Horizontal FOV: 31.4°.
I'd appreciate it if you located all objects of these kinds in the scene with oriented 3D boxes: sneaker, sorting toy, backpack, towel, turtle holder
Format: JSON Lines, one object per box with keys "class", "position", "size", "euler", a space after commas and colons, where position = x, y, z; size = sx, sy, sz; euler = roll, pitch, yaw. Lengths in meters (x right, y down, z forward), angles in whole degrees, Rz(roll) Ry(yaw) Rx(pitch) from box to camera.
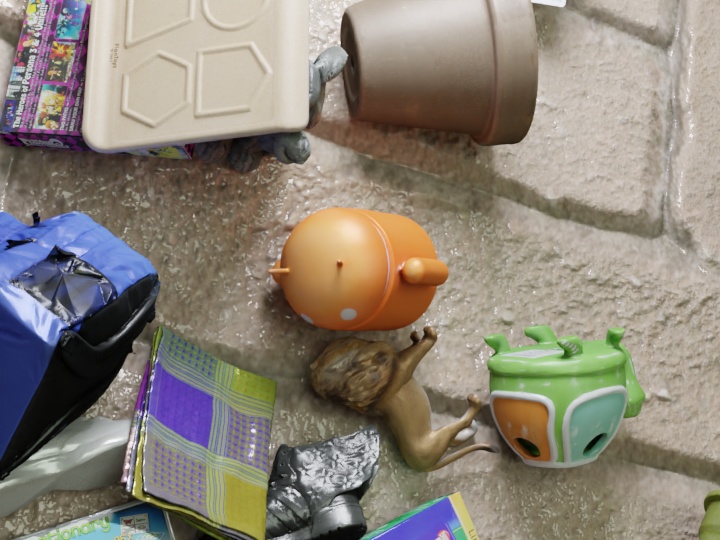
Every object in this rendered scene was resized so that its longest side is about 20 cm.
{"class": "sneaker", "position": [-0.068, 0.211, 1.182], "size": [0.197, 0.060, 0.105], "euler": [-11, 56, -9]}
{"class": "sorting toy", "position": [-0.142, -0.195, 1.128], "size": [0.197, 0.037, 0.187], "euler": [-4, 70, 9]}
{"class": "backpack", "position": [-0.267, 0.033, 1.052], "size": [0.168, 0.163, 0.200], "euler": [41, 29, 5]}
{"class": "towel", "position": [-0.136, 0.147, 1.133], "size": [0.143, 0.023, 0.201], "euler": [31, 36, -24]}
{"class": "turtle holder", "position": [0.208, 0.126, 1.314], "size": [0.185, 0.139, 0.134], "euler": [-10, 96, -67]}
{"class": "sneaker", "position": [-0.264, 0.146, 1.105], "size": [0.198, 0.076, 0.089], "euler": [-12, 57, -34]}

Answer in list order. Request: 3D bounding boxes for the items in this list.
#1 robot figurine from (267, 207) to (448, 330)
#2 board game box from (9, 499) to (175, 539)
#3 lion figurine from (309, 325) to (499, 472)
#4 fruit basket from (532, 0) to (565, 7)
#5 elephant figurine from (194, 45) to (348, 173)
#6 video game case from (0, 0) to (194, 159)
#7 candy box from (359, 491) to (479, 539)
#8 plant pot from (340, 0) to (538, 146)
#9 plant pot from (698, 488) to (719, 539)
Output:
{"class": "robot figurine", "position": [-0.002, 0.001, 1.218], "size": [0.144, 0.117, 0.199], "euler": [43, 19, 25]}
{"class": "board game box", "position": [-0.247, 0.280, 1.089], "size": [0.198, 0.035, 0.128], "euler": [-13, 83, -28]}
{"class": "lion figurine", "position": [0.045, 0.136, 1.253], "size": [0.122, 0.072, 0.201], "euler": [-40, 100, -21]}
{"class": "fruit basket", "position": [0.154, -0.406, 1.425], "size": [0.183, 0.094, 0.203], "euler": [10, 77, 0]}
{"class": "elephant figurine", "position": [-0.077, -0.171, 1.197], "size": [0.141, 0.199, 0.157], "euler": [-25, 94, -30]}
{"class": "video game case", "position": [-0.227, -0.205, 1.184], "size": [0.179, 0.036, 0.202], "euler": [5, 71, 8]}
{"class": "candy box", "position": [0.035, 0.327, 1.191], "size": [0.199, 0.077, 0.171], "euler": [-23, 86, -30]}
{"class": "plant pot", "position": [0.073, -0.221, 1.311], "size": [0.172, 0.200, 0.203], "euler": [-7, 79, -10]}
{"class": "plant pot", "position": [0.394, 0.360, 1.309], "size": [0.200, 0.200, 0.185], "euler": [42, 74, -10]}
